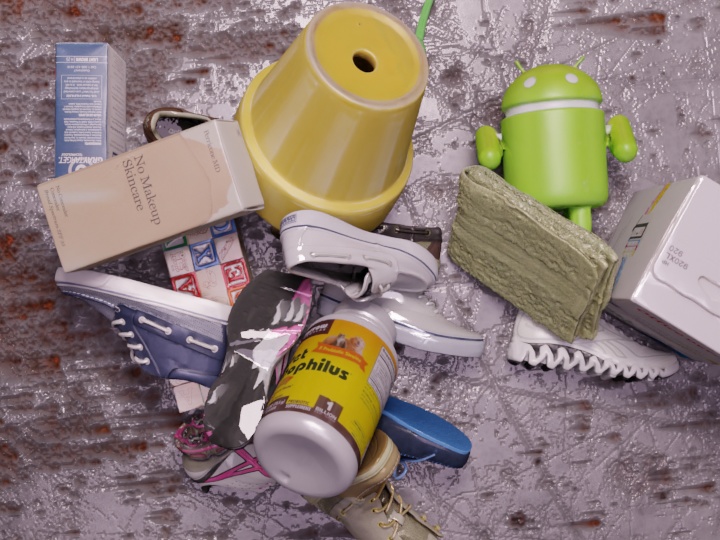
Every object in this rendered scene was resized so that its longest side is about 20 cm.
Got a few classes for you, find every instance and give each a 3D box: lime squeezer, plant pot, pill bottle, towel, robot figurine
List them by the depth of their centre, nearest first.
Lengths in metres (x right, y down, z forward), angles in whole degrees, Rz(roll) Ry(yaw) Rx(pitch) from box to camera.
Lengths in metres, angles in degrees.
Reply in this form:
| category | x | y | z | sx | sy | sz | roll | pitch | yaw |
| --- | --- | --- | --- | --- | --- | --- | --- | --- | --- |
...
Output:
| category | x | y | z | sx | sy | sz | roll | pitch | yaw |
| --- | --- | --- | --- | --- | --- | --- | --- | --- | --- |
| pill bottle | -0.026 | 0.122 | 1.016 | 0.107 | 0.201 | 0.111 | 11 | 131 | 14 |
| plant pot | -0.023 | -0.161 | 1.020 | 0.197 | 0.189 | 0.205 | 9 | 60 | -16 |
| towel | 0.181 | -0.017 | 1.071 | 0.198 | 0.150 | 0.036 | 34 | 54 | 22 |
| robot figurine | 0.214 | -0.134 | 1.103 | 0.171 | 0.116 | 0.205 | -3 | 89 | 7 |
| lime squeezer | 0.029 | -0.249 | 1.136 | 0.199 | 0.038 | 0.071 | -37 | 91 | -1 |

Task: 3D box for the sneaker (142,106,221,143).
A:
| category | x | y | z | sx | sy | sz | roll | pitch | yaw |
| --- | --- | --- | --- | --- | --- | --- | --- | --- | --- |
| sneaker | -0.148 | -0.131 | 1.108 | 0.196 | 0.076 | 0.072 | 13 | 89 | -2 |

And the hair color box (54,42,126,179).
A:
| category | x | y | z | sx | sy | sz | roll | pitch | yaw |
| --- | --- | --- | --- | --- | --- | --- | --- | --- | --- |
| hair color box | -0.294 | -0.137 | 1.090 | 0.059 | 0.100 | 0.205 | 0 | 89 | -1 |

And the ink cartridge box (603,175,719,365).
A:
| category | x | y | z | sx | sy | sz | roll | pitch | yaw |
| --- | --- | --- | --- | --- | --- | --- | --- | --- | --- |
| ink cartridge box | 0.352 | 0.003 | 1.066 | 0.145 | 0.200 | 0.147 | 29 | 89 | -2 |

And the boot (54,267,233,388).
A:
| category | x | y | z | sx | sy | sz | roll | pitch | yaw |
| --- | --- | --- | --- | --- | --- | --- | --- | --- | --- |
| boot | -0.232 | 0.060 | 1.046 | 0.196 | 0.073 | 0.092 | 14 | 84 | -2 |

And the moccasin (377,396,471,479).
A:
| category | x | y | z | sx | sy | sz | roll | pitch | yaw |
| --- | --- | --- | --- | --- | --- | --- | --- | --- | --- |
| moccasin | 0.027 | 0.182 | 1.122 | 0.197 | 0.080 | 0.070 | 21 | 103 | 15 |

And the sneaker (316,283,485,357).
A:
| category | x | y | z | sx | sy | sz | roll | pitch | yaw |
| --- | --- | --- | --- | --- | --- | --- | --- | --- | --- |
| sneaker | 0.050 | 0.044 | 1.117 | 0.196 | 0.073 | 0.072 | 17 | 92 | -2 |

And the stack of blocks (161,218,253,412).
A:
| category | x | y | z | sx | sy | sz | roll | pitch | yaw |
| --- | --- | --- | --- | --- | --- | --- | --- | --- | --- |
| stack of blocks | -0.171 | 0.043 | 1.115 | 0.113 | 0.059 | 0.204 | -15 | 90 | -2 |

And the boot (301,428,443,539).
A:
| category | x | y | z | sx | sy | sz | roll | pitch | yaw |
| --- | --- | --- | --- | --- | --- | --- | --- | --- | --- |
| boot | 0.030 | 0.254 | 1.063 | 0.154 | 0.200 | 0.072 | 42 | 58 | -2 |

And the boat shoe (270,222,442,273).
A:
| category | x | y | z | sx | sy | sz | roll | pitch | yaw |
| --- | --- | --- | --- | --- | --- | --- | --- | --- | --- |
| boat shoe | -0.002 | -0.042 | 1.121 | 0.196 | 0.073 | 0.066 | 14 | 84 | -12 |

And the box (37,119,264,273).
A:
| category | x | y | z | sx | sy | sz | roll | pitch | yaw |
| --- | --- | --- | --- | --- | --- | --- | --- | --- | --- |
| box | -0.204 | -0.073 | 0.983 | 0.196 | 0.078 | 0.097 | -19 | 92 | 12 |

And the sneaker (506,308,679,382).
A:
| category | x | y | z | sx | sy | sz | roll | pitch | yaw |
| --- | --- | --- | --- | --- | --- | --- | --- | --- | --- |
| sneaker | 0.267 | 0.082 | 1.130 | 0.195 | 0.075 | 0.083 | 9 | 80 | -3 |

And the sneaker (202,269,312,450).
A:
| category | x | y | z | sx | sy | sz | roll | pitch | yaw |
| --- | --- | --- | --- | --- | --- | --- | --- | --- | --- |
| sneaker | -0.112 | 0.095 | 1.051 | 0.079 | 0.087 | 0.203 | 23 | 70 | 6 |

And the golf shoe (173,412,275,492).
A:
| category | x | y | z | sx | sy | sz | roll | pitch | yaw |
| --- | --- | --- | --- | --- | --- | --- | --- | --- | --- |
| golf shoe | -0.103 | 0.199 | 1.102 | 0.196 | 0.073 | 0.094 | -8 | 118 | 17 |

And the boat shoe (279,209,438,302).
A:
| category | x | y | z | sx | sy | sz | roll | pitch | yaw |
| --- | --- | --- | --- | --- | --- | --- | --- | --- | --- |
| boat shoe | 0.000 | 0.000 | 1.032 | 0.197 | 0.073 | 0.067 | 15 | 58 | -31 |
